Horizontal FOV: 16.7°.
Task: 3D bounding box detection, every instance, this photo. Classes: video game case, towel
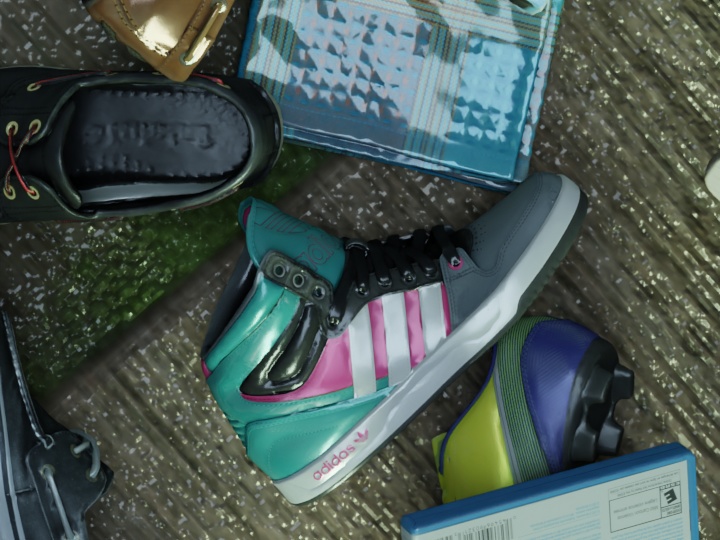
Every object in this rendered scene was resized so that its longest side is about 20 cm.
[{"bbox_3d":[0.093,0.188,1.136,0.143,0.018,0.200,-13,112,-20],"label":"video game case"},{"bbox_3d":[0.027,-0.148,1.165,0.146,0.022,0.200,12,91,-4],"label":"towel"}]

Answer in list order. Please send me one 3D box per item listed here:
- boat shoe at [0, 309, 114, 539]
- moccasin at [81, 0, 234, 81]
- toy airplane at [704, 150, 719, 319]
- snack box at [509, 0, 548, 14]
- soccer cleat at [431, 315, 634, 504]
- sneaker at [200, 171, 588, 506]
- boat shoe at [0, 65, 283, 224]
[{"bbox_3d":[-0.151,0.101,1.149,0.071,0.072,0.200,-13,103,-12],"label":"boat shoe"},{"bbox_3d":[-0.036,-0.172,1.083,0.078,0.074,0.201,37,88,-17],"label":"moccasin"},{"bbox_3d":[0.258,0.030,1.083,0.200,0.199,0.141,9,50,30],"label":"toy airplane"},{"bbox_3d":[0.031,-0.222,1.137,0.200,0.037,0.116,33,88,-3],"label":"snack box"},{"bbox_3d":[0.065,0.117,1.168,0.084,0.065,0.200,20,96,26],"label":"soccer cleat"},{"bbox_3d":[0.000,0.000,1.143,0.200,0.084,0.121,-45,104,0],"label":"sneaker"},{"bbox_3d":[-0.138,-0.059,1.132,0.201,0.063,0.074,-4,95,8],"label":"boat shoe"}]
